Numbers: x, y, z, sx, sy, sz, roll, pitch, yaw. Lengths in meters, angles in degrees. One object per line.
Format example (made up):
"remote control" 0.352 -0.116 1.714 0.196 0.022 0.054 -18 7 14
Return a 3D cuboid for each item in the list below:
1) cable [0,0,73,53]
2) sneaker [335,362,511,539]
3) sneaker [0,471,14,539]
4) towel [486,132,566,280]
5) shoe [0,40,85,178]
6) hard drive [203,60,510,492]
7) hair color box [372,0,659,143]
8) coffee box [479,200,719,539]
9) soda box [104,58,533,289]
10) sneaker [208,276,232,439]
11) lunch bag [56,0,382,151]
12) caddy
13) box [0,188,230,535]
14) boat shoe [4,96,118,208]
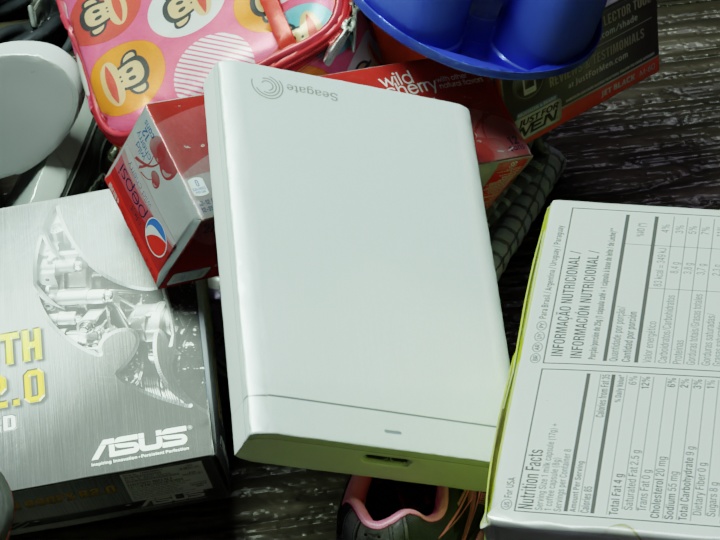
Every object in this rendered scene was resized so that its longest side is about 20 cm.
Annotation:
"cable" -0.232 -0.145 1.430 0.163 0.051 0.200 -21 21 4
"sneaker" 0.033 0.085 1.071 0.079 0.096 0.200 5 36 16
"sneaker" -0.229 0.161 1.013 0.200 0.098 0.071 -42 76 -9
"towel" 0.000 -0.062 1.278 0.200 0.086 0.166 13 41 21
"shoe" -0.225 -0.085 1.286 0.200 0.072 0.091 -29 24 28
"hard drive" 0.000 0.000 1.039 0.132 0.027 0.200 9 52 -23
"hair color box" 0.057 -0.150 1.267 0.111 0.064 0.200 -29 42 -24
"coffee box" 0.158 0.112 0.934 0.197 0.200 0.200 4 39 10
"soda box" -0.019 -0.052 1.128 0.200 0.063 0.070 -12 64 -34
"sneaker" -0.139 0.036 1.174 0.199 0.076 0.088 8 44 16
"lunch bag" -0.068 -0.149 1.228 0.176 0.082 0.200 -27 51 7
"caddy" 0.059 -0.177 1.168 0.141 0.105 0.200 11 41 -15
"box" -0.169 0.047 1.114 0.199 0.048 0.159 -10 60 3
"boat shoe" -0.149 -0.063 1.303 0.064 0.071 0.200 31 53 -14
